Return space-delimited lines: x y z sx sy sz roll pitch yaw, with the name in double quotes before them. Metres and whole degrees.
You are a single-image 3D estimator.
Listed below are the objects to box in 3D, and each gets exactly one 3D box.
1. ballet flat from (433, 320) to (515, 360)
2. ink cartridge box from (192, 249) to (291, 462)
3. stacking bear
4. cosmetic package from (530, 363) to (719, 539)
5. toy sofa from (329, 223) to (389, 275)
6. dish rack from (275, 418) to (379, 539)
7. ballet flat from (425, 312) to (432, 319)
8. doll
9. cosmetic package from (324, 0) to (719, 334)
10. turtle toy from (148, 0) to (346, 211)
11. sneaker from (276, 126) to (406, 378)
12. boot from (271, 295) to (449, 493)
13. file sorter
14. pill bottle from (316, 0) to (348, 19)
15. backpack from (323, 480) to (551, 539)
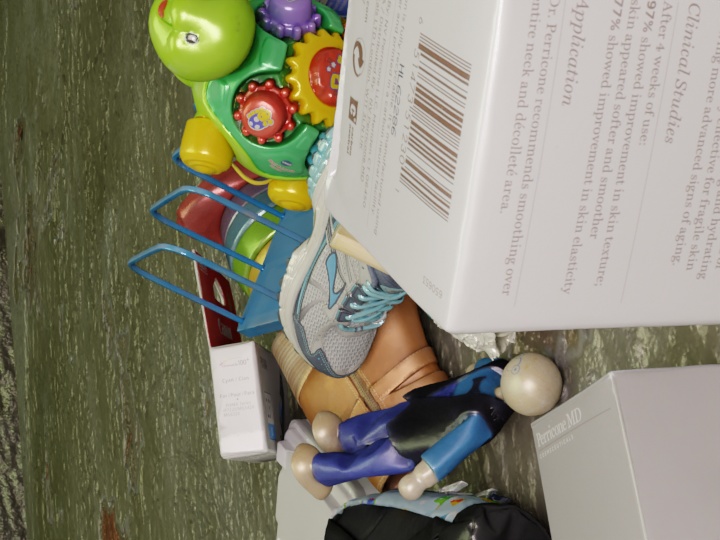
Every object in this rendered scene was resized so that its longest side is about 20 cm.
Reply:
"ballet flat" 0.112 -0.018 0.905 0.201 0.071 0.072 -58 38 43
"ink cartridge box" -0.101 0.079 1.330 0.200 0.044 0.179 64 -163 -81
"stacking bear" -0.053 0.001 1.257 0.114 0.121 0.201 -44 50 11
"cosmetic package" 0.157 0.156 0.757 0.107 0.089 0.202 128 133 -61
"toy sofa" 0.053 -0.088 0.911 0.202 0.082 0.098 -69 9 -21
"dish rack" -0.032 0.220 1.222 0.200 0.043 0.174 -141 53 -65
"ballet flat" 0.064 -0.065 0.999 0.068 0.067 0.203 21 124 59
"doll" 0.047 0.102 0.982 0.198 0.137 0.049 -23 109 33
"cosmetic package" 0.107 -0.079 0.724 0.166 0.197 0.170 -135 49 -59
"turtle toy" -0.061 -0.133 1.005 0.101 0.199 0.148 -4 69 52
"sneaker" 0.000 0.000 0.998 0.086 0.077 0.202 41 137 38
"boot" 0.032 0.050 1.095 0.155 0.073 0.201 50 117 32
"file sorter" -0.078 -0.070 1.135 0.139 0.122 0.202 -18 50 67
"pill bottle" -0.044 -0.244 1.101 0.112 0.197 0.114 180 90 -68
"backpack" 0.050 0.216 0.980 0.199 0.153 0.166 -4 92 47
